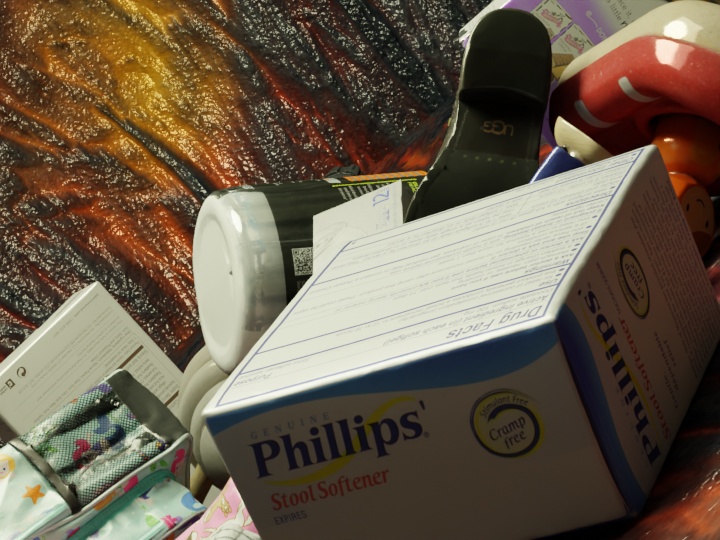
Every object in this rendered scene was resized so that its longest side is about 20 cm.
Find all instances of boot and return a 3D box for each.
[{"bbox_3d":[0.076,-0.052,1.503,0.174,0.069,0.201,77,-149,-80],"label":"boot"}]

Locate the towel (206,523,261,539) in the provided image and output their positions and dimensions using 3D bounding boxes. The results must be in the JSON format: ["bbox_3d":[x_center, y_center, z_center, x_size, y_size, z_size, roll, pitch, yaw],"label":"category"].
[{"bbox_3d":[-0.118,0.236,1.305,0.200,0.086,0.166,-42,4,16],"label":"towel"}]

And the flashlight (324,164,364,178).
[{"bbox_3d":[-0.039,-0.077,3.044,0.068,0.068,0.200,-43,7,19],"label":"flashlight"}]

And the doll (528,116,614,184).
[{"bbox_3d":[0.079,0.023,1.360,0.201,0.136,0.048,-55,44,5],"label":"doll"}]

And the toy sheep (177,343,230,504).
[{"bbox_3d":[-0.063,0.099,1.718,0.138,0.138,0.200,-39,20,22],"label":"toy sheep"}]

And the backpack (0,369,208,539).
[{"bbox_3d":[-0.194,0.182,1.610,0.199,0.151,0.178,-27,-31,-27],"label":"backpack"}]

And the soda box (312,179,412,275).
[{"bbox_3d":[0.013,0.040,1.487,0.063,0.068,0.201,-22,37,17],"label":"soda box"}]

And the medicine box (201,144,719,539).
[{"bbox_3d":[0.054,0.045,1.193,0.181,0.103,0.200,-17,18,27],"label":"medicine box"}]

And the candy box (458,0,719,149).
[{"bbox_3d":[0.190,-0.152,1.622,0.200,0.168,0.072,-41,7,7],"label":"candy box"}]

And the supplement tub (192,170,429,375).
[{"bbox_3d":[0.000,0.000,1.652,0.198,0.124,0.122,-5,-6,-18],"label":"supplement tub"}]

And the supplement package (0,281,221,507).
[{"bbox_3d":[-0.173,0.123,1.857,0.120,0.200,0.121,-44,7,-14],"label":"supplement package"}]

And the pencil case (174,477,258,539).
[{"bbox_3d":[-0.112,0.203,1.486,0.200,0.083,0.086,-42,-9,12],"label":"pencil case"}]

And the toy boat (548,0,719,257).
[{"bbox_3d":[0.183,-0.064,1.424,0.200,0.130,0.132,150,137,-65],"label":"toy boat"}]
